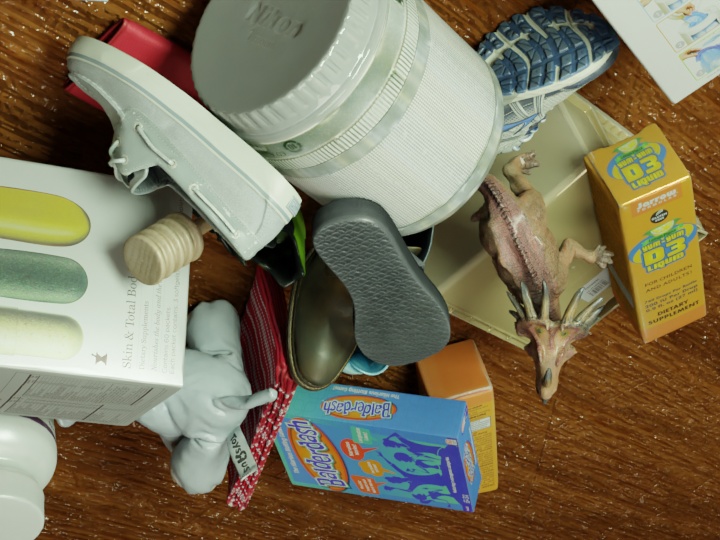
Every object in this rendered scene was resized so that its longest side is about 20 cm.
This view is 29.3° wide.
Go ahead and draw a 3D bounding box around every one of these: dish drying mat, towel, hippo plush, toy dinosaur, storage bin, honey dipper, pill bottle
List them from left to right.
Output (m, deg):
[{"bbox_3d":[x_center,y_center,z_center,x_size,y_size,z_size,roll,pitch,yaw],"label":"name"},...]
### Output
[{"bbox_3d":[-0.304,0.123,1.114,0.111,0.201,0.113,-9,139,-8],"label":"pill bottle"},{"bbox_3d":[-0.184,0.113,1.184,0.159,0.200,0.161,9,113,-21],"label":"hippo plush"},{"bbox_3d":[-0.125,-0.125,1.052,0.077,0.018,0.199,-40,137,25],"label":"dish drying mat"},{"bbox_3d":[-0.095,-0.048,1.005,0.200,0.038,0.038,-39,162,-47],"label":"honey dipper"},{"bbox_3d":[-0.097,0.099,1.226,0.022,0.145,0.201,5,135,-19],"label":"towel"},{"bbox_3d":[0.128,-0.012,1.071,0.085,0.136,0.201,-30,103,22],"label":"toy dinosaur"},{"bbox_3d":[0.174,-0.035,1.230,0.200,0.094,0.198,-42,137,24],"label":"storage bin"}]

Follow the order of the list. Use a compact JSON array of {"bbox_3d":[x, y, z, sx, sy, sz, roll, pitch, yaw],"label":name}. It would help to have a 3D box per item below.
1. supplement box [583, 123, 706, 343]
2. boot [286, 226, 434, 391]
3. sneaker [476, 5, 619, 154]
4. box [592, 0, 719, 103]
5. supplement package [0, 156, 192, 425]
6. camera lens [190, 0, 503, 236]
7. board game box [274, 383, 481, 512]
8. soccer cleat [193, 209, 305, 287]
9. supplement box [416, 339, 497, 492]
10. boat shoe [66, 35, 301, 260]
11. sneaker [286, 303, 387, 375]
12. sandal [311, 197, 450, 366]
[{"bbox_3d":[0.238,-0.026,1.140,0.066,0.069,0.201,-24,139,1],"label":"supplement box"},{"bbox_3d":[0.000,0.000,1.106,0.074,0.202,0.097,23,167,-20],"label":"boot"},{"bbox_3d":[0.118,-0.140,1.105,0.199,0.078,0.085,-23,147,19],"label":"sneaker"},{"bbox_3d":[0.208,-0.233,0.992,0.101,0.113,0.200,-33,140,18],"label":"box"},{"bbox_3d":[-0.241,0.018,1.007,0.198,0.153,0.150,9,161,-23],"label":"supplement package"},{"bbox_3d":[-0.004,-0.127,0.986,0.159,0.161,0.200,-36,139,19],"label":"camera lens"},{"bbox_3d":[0.013,0.173,1.369,0.198,0.045,0.153,6,145,17],"label":"board game box"},{"bbox_3d":[-0.102,-0.056,1.062,0.067,0.082,0.200,-30,141,19],"label":"soccer cleat"},{"bbox_3d":[0.102,0.161,1.438,0.068,0.067,0.201,-17,141,-4],"label":"supplement box"},{"bbox_3d":[-0.134,-0.082,0.936,0.072,0.200,0.070,-51,168,-9],"label":"boat shoe"},{"bbox_3d":[-0.002,0.067,1.244,0.074,0.082,0.200,-41,158,10],"label":"sneaker"},{"bbox_3d":[0.020,0.006,1.034,0.075,0.043,0.201,-10,141,10],"label":"sandal"}]
